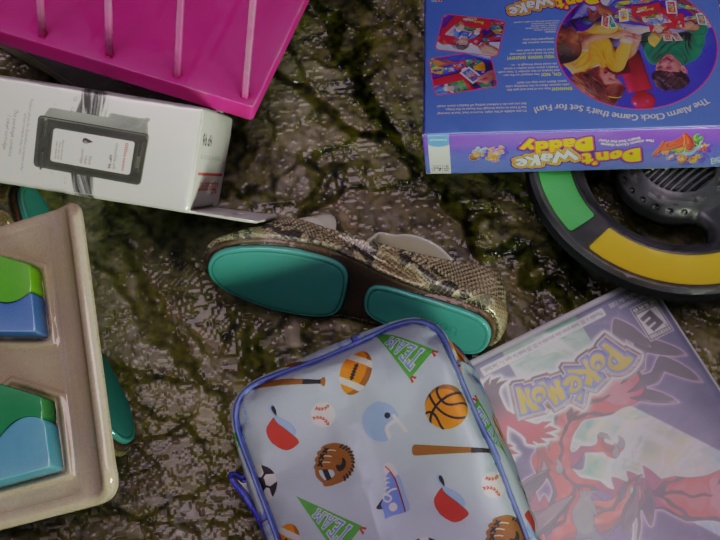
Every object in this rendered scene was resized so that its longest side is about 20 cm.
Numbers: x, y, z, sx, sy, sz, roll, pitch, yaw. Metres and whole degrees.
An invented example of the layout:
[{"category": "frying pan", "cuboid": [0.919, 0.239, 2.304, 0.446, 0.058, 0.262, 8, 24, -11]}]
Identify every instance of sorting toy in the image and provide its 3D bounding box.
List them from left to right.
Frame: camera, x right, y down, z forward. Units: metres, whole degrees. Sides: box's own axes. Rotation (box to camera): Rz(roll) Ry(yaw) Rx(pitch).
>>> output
[{"category": "sorting toy", "cuboid": [-0.244, 0.067, 0.809, 0.200, 0.036, 0.185, -17, 70, 16]}]

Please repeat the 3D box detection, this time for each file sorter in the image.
[{"category": "file sorter", "cuboid": [-0.137, -0.213, 0.862, 0.200, 0.125, 0.139, 17, 52, 4]}]

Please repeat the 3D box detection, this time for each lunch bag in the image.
[{"category": "lunch bag", "cuboid": [0.012, 0.133, 0.801, 0.160, 0.076, 0.200, -24, 71, 6]}]

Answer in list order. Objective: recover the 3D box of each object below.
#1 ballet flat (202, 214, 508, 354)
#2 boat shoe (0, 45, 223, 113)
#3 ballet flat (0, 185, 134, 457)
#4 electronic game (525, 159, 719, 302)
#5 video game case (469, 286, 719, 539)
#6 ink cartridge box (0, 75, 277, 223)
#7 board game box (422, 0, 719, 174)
[{"category": "ballet flat", "cuboid": [0.000, 0.000, 0.885, 0.200, 0.068, 0.075, 14, 44, -2]}, {"category": "boat shoe", "cuboid": [-0.184, -0.164, 0.940, 0.200, 0.069, 0.072, 34, 69, 12]}, {"category": "ballet flat", "cuboid": [-0.204, 0.040, 0.858, 0.071, 0.071, 0.200, -22, 69, -11]}, {"category": "electronic game", "cuboid": [0.211, -0.066, 0.915, 0.200, 0.042, 0.200, 1, 58, -2]}, {"category": "video game case", "cuboid": [0.143, 0.120, 0.851, 0.200, 0.023, 0.182, -25, 69, -13]}, {"category": "ink cartridge box", "cuboid": [-0.152, -0.079, 0.870, 0.200, 0.116, 0.068, 10, 95, 2]}, {"category": "board game box", "cuboid": [0.142, -0.134, 0.911, 0.200, 0.045, 0.135, -1, 59, 6]}]
